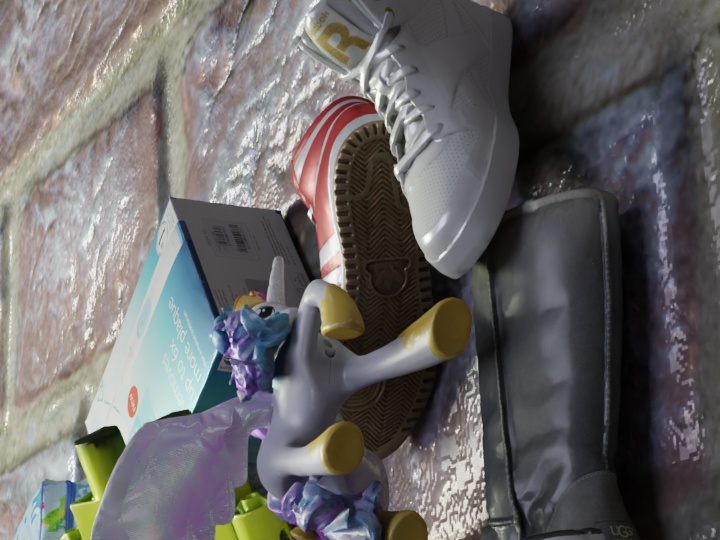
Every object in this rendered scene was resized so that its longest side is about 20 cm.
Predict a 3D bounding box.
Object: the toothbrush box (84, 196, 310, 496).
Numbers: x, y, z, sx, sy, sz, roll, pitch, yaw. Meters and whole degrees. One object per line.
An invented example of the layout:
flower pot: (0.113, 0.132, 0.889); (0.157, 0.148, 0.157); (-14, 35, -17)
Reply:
toothbrush box: (-0.101, 0.077, 1.285); (0.201, 0.085, 0.147); (-66, 31, 33)

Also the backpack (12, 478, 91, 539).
backpack: (-0.192, 0.229, 1.387); (0.200, 0.153, 0.164); (-39, 34, 37)

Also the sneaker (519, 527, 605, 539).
sneaker: (0.041, 0.192, 0.866); (0.200, 0.078, 0.091); (-40, 65, 37)

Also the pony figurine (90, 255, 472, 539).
pony figurine: (-0.030, 0.090, 0.995); (0.200, 0.165, 0.195); (5, 82, 64)

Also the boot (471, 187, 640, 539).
boot: (0.070, 0.081, 0.956); (0.181, 0.072, 0.202); (-29, 64, 42)

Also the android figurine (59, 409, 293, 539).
android figurine: (-0.107, 0.188, 1.213); (0.181, 0.041, 0.202); (-13, 99, 34)

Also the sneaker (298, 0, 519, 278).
sneaker: (0.017, -0.086, 0.995); (0.074, 0.115, 0.201); (-50, 23, 33)

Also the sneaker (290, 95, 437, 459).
sneaker: (0.000, 0.000, 1.119); (0.113, 0.071, 0.202); (-121, 33, -68)
